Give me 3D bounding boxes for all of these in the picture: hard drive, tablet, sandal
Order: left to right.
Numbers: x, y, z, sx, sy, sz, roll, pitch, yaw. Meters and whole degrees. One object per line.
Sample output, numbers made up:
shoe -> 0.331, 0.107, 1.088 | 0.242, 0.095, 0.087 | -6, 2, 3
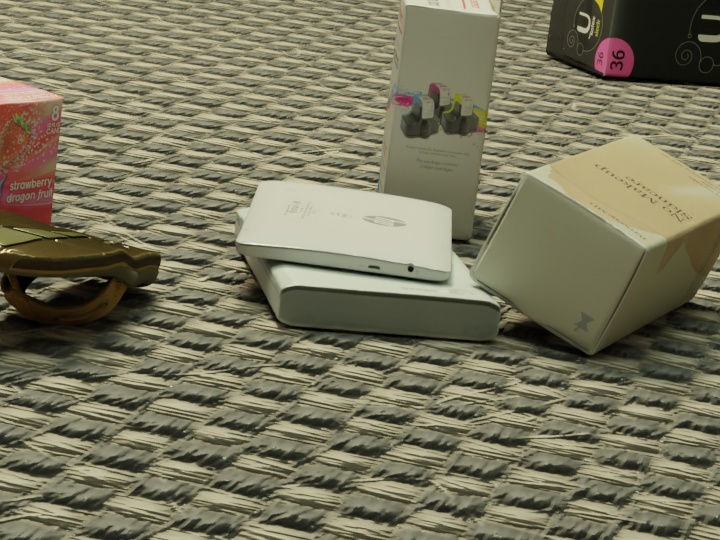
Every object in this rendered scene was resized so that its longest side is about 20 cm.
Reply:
sandal -> -0.168, 0.004, 1.450 | 0.080, 0.054, 0.200 | 17, 1, 16
tablet -> -0.007, -0.028, 1.626 | 0.130, 0.014, 0.200 | 8, 14, 0
hard drive -> 0.000, 0.000, 1.597 | 0.132, 0.026, 0.200 | 5, 13, -12

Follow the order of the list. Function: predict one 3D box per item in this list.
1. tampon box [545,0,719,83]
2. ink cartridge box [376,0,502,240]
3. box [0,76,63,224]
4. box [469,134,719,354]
tampon box -> 0.313, -0.276, 2.644 | 0.200, 0.150, 0.126 | 1, 15, -26
ink cartridge box -> 0.055, -0.132, 1.798 | 0.068, 0.200, 0.115 | 7, 13, -2
box -> -0.279, -0.060, 1.527 | 0.095, 0.103, 0.200 | 17, 15, 34
box -> 0.156, -0.019, 1.602 | 0.095, 0.078, 0.200 | 33, 21, 15
